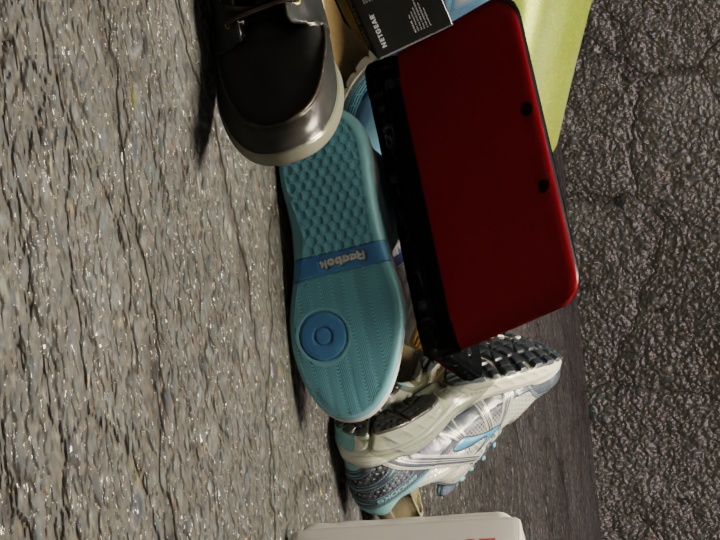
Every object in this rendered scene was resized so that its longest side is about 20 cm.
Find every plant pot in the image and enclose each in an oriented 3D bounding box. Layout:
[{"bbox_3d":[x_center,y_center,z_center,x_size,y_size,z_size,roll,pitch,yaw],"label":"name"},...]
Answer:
[{"bbox_3d":[0.118,-0.199,1.990,0.200,0.198,0.186,-2,97,-80],"label":"plant pot"}]

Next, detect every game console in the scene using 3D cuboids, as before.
[{"bbox_3d":[0.082,-0.048,1.444,0.172,0.118,0.202,36,41,-70],"label":"game console"}]

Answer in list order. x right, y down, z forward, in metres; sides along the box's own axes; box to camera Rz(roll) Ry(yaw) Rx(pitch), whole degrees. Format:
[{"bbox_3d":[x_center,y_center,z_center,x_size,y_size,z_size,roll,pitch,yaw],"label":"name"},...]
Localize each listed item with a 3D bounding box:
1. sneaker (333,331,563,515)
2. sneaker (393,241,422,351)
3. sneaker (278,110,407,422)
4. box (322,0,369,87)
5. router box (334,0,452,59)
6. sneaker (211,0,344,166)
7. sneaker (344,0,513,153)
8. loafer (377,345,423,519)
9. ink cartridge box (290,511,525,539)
[{"bbox_3d":[0.061,0.107,1.581,0.199,0.077,0.087,-23,122,-33],"label":"sneaker"},{"bbox_3d":[0.031,-0.029,1.612,0.201,0.087,0.076,-74,-175,-56],"label":"sneaker"},{"bbox_3d":[0.000,0.000,1.473,0.131,0.079,0.202,23,62,-77],"label":"sneaker"},{"bbox_3d":[0.016,-0.244,1.617,0.163,0.021,0.202,-21,109,-43],"label":"box"},{"bbox_3d":[-0.017,-0.237,1.342,0.157,0.052,0.201,-118,-176,-75],"label":"router box"},{"bbox_3d":[-0.062,-0.156,1.260,0.107,0.074,0.201,68,10,-47],"label":"sneaker"},{"bbox_3d":[0.048,-0.130,1.571,0.078,0.090,0.201,-19,144,-44],"label":"sneaker"},{"bbox_3d":[0.033,0.088,1.632,0.076,0.067,0.202,41,44,-75],"label":"loafer"},{"bbox_3d":[0.027,0.246,1.299,0.201,0.145,0.083,-84,165,-47],"label":"ink cartridge box"}]
